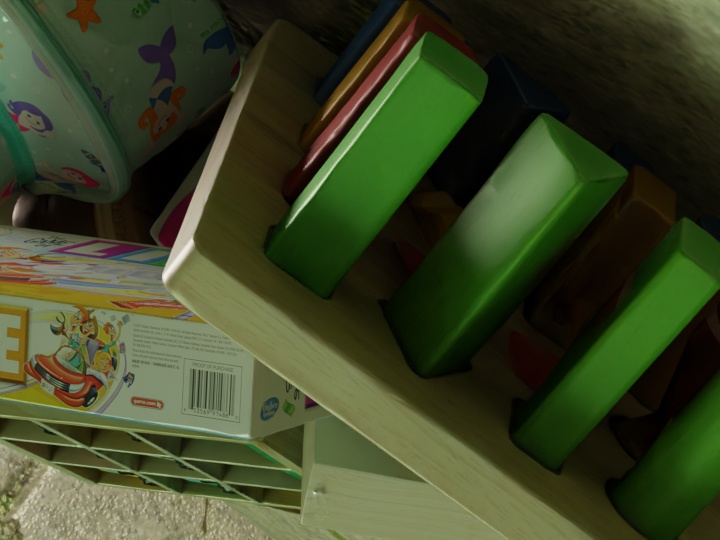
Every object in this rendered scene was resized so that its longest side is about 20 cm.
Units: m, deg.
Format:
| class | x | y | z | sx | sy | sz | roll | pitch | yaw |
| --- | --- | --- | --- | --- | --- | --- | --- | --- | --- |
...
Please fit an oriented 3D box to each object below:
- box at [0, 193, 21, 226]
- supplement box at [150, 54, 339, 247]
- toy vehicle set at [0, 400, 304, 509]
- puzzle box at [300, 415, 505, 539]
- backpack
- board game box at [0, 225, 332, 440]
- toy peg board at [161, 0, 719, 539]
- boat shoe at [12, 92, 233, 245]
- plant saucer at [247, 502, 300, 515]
| class | x | y | z | sx | sy | sz | roll | pitch | yaw |
| --- | --- | --- | --- | --- | --- | --- | --- | --- | --- |
| box | -0.187 | -0.020 | 1.383 | 0.094 | 0.078 | 0.200 | 10 | -151 | 0 |
| supplement box | 0.000 | 0.000 | 1.200 | 0.101 | 0.104 | 0.200 | 31 | 168 | 18 |
| toy vehicle set | -0.070 | 0.060 | 1.102 | 0.123 | 0.027 | 0.200 | 5 | 169 | 13 |
| puzzle box | 0.079 | 0.061 | 1.012 | 0.199 | 0.026 | 0.133 | 11 | -155 | -4 |
| backpack | -0.146 | -0.102 | 1.100 | 0.199 | 0.151 | 0.178 | 9 | 139 | 52 |
| board game box | -0.089 | 0.016 | 0.962 | 0.199 | 0.034 | 0.134 | 7 | -171 | 26 |
| toy peg board | 0.059 | -0.012 | 0.922 | 0.200 | 0.098 | 0.199 | 37 | -157 | -10 |
| boat shoe | -0.085 | -0.032 | 1.238 | 0.071 | 0.073 | 0.200 | -6 | -172 | 19 |
| plant saucer | -0.024 | 0.093 | 1.345 | 0.199 | 0.031 | 0.200 | 13 | 179 | 0 |
